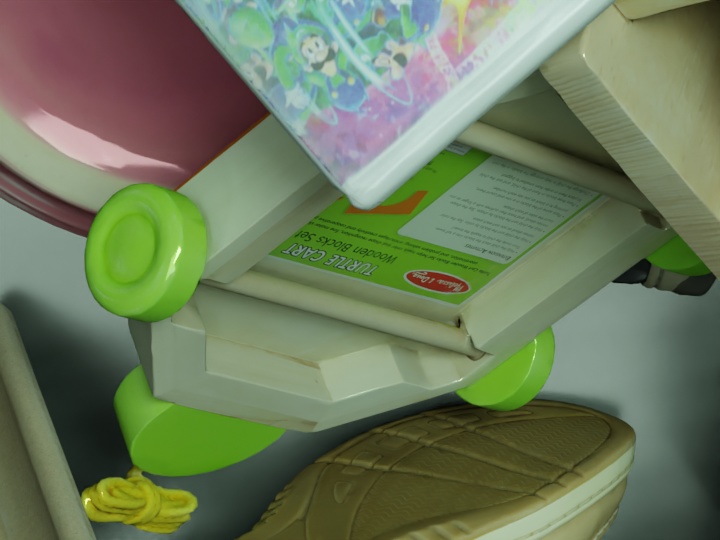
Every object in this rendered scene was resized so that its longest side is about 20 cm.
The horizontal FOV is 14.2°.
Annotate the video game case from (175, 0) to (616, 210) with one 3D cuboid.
[{"bbox_3d":[0.017,-0.145,0.619,0.200,0.024,0.182,-41,88,4],"label":"video game case"}]

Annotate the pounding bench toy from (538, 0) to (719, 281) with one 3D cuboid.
[{"bbox_3d":[0.162,-0.097,0.670,0.156,0.200,0.124,-13,134,40],"label":"pounding bench toy"}]

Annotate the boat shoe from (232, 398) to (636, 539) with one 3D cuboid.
[{"bbox_3d":[0.005,0.096,0.781,0.074,0.200,0.069,15,120,39],"label":"boat shoe"}]

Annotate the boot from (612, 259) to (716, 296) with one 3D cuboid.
[{"bbox_3d":[0.033,-0.094,0.801,0.150,0.073,0.200,2,103,0],"label":"boot"}]

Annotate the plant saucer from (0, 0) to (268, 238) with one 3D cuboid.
[{"bbox_3d":[-0.041,-0.087,0.727,0.200,0.051,0.201,1,117,2],"label":"plant saucer"}]

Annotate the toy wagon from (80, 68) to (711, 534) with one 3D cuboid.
[{"bbox_3d":[0.000,0.000,0.729,0.200,0.155,0.040,-37,58,27],"label":"toy wagon"}]

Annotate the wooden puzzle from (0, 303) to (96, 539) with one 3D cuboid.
[{"bbox_3d":[-0.145,0.118,0.774,0.200,0.185,0.037,-44,118,6],"label":"wooden puzzle"}]
